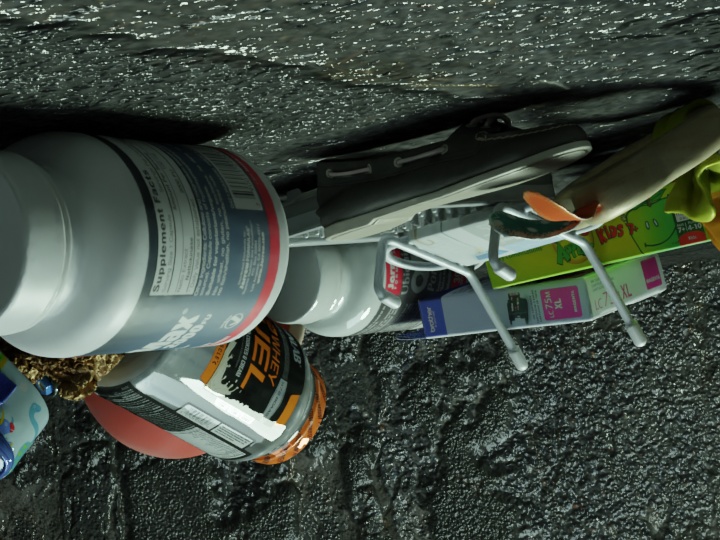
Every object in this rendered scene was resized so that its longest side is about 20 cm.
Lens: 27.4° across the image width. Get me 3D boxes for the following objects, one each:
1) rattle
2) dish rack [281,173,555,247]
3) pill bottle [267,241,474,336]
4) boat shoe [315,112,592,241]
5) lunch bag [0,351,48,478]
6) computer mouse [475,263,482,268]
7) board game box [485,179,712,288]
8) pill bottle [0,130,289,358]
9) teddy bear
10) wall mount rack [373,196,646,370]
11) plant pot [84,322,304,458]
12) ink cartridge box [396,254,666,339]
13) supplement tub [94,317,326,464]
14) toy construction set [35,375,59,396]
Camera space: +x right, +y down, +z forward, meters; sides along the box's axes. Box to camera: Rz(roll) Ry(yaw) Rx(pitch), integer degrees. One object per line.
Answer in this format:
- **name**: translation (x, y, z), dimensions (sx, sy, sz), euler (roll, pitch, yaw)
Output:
- **rattle**: translation (0.181, -0.018, 0.935), dimensions (0.130, 0.143, 0.200), euler (-11, -165, 32)
- **dish rack**: translation (0.038, -0.052, 1.113), dimensions (0.200, 0.044, 0.172), euler (-5, 175, -37)
- **pill bottle**: translation (0.000, 0.000, 1.268), dimensions (0.111, 0.111, 0.200), euler (-12, 175, 39)
- **boat shoe**: translation (0.048, -0.069, 0.926), dimensions (0.200, 0.057, 0.067), euler (-18, 174, 36)
- **lunch bag**: translation (-0.330, 0.078, 1.043), dimensions (0.161, 0.200, 0.082), euler (-28, -159, 37)
- **computer mouse**: translation (0.061, -0.020, 1.426), dimensions (0.110, 0.044, 0.200), euler (37, 152, -19)
- **board game box**: translation (0.200, -0.035, 1.123), dimensions (0.200, 0.048, 0.102), euler (-14, -178, 43)
- **pill bottle**: translation (-0.140, -0.014, 0.789), dimensions (0.120, 0.120, 0.200), euler (-11, 174, 32)
- **teddy bear**: translation (-0.263, 0.036, 1.132), dimensions (0.145, 0.067, 0.200), euler (-41, -142, -12)
- **wall mount rack**: translation (0.112, 0.010, 1.096), dimensions (0.174, 0.075, 0.200), euler (22, 155, -39)
- **plant pot**: translation (-0.150, 0.061, 1.385), dimensions (0.200, 0.201, 0.177), euler (-6, 164, -28)
- **ink cartridge box**: translation (0.137, 0.023, 1.230), dimensions (0.200, 0.042, 0.119), euler (-12, -177, 41)
- **supplement tub**: translation (-0.124, 0.079, 1.194), dimensions (0.122, 0.123, 0.200), euler (-11, 148, 34)
- **toy construction set**: translation (-0.293, 0.046, 1.333), dimensions (0.092, 0.131, 0.200), euler (-32, 177, -19)
